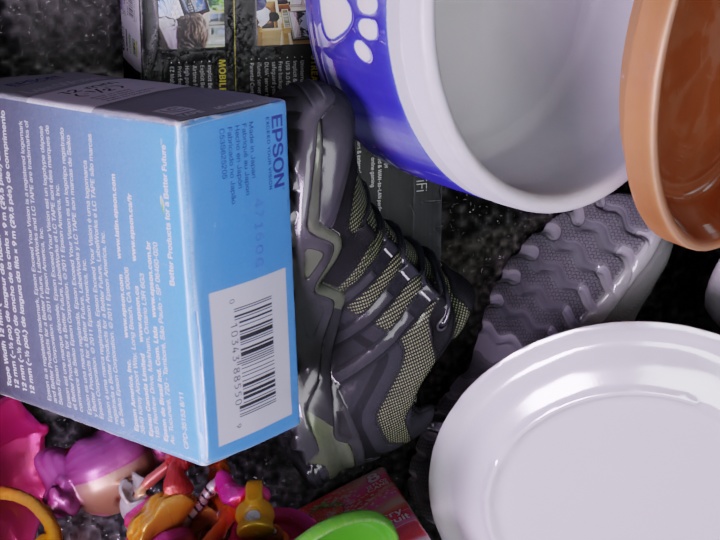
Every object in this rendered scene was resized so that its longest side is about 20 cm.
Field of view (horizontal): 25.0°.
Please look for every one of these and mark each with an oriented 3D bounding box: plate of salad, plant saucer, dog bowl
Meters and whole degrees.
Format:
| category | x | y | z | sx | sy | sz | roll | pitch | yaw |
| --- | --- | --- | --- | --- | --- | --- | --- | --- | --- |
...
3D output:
| category | x | y | z | sx | sy | sz | roll | pitch | yaw |
| --- | --- | --- | --- | --- | --- | --- | --- | --- | --- |
| plate of salad | 0.133 | 0.103 | 0.794 | 0.198 | 0.048 | 0.201 | 4 | 122 | 6 |
| plant saucer | 0.172 | -0.109 | 0.745 | 0.200 | 0.032 | 0.202 | -30 | 129 | -45 |
| dog bowl | 0.072 | -0.132 | 0.724 | 0.199 | 0.079 | 0.202 | -16 | 114 | -40 |

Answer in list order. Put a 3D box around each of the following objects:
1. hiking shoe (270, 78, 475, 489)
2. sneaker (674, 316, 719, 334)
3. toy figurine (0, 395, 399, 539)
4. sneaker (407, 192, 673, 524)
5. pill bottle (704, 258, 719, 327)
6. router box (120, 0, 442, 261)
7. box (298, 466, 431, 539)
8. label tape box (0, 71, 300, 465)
| category | x | y | z | sx | sy | sz | roll | pitch | yaw |
| --- | --- | --- | --- | --- | --- | --- | --- | --- | --- |
| hiking shoe | 0.000 | 0.000 | 0.743 | 0.100 | 0.076 | 0.201 | -16 | 125 | -21 |
| sneaker | 0.164 | 0.120 | 0.881 | 0.090 | 0.070 | 0.201 | 22 | 104 | -26 |
| toy figurine | -0.113 | 0.119 | 0.743 | 0.199 | 0.184 | 0.151 | -30 | 139 | -22 |
| sneaker | 0.103 | 0.050 | 0.847 | 0.082 | 0.075 | 0.201 | 23 | 106 | -35 |
| pill bottle | 0.269 | 0.048 | 0.767 | 0.113 | 0.200 | 0.114 | -31 | 153 | -18 |
| router box | -0.036 | -0.070 | 0.769 | 0.148 | 0.051 | 0.202 | -5 | 108 | -17 |
| box | -0.045 | 0.199 | 0.825 | 0.199 | 0.103 | 0.095 | -26 | 112 | -5 |
| label tape box | -0.119 | -0.011 | 0.716 | 0.066 | 0.199 | 0.144 | -19 | 114 | -44 |
